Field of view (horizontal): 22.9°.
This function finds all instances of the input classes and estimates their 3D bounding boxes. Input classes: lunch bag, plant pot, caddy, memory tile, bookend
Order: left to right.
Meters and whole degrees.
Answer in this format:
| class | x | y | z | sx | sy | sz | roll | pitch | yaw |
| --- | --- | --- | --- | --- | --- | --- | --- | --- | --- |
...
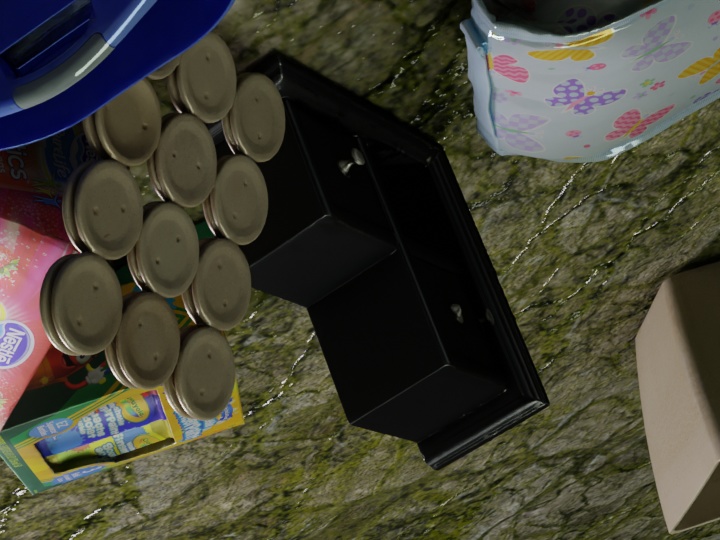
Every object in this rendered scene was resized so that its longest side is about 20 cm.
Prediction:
| class | x | y | z | sx | sy | sz | roll | pitch | yaw |
| --- | --- | --- | --- | --- | --- | --- | --- | --- | --- |
| caddy | -0.148 | -0.127 | 0.812 | 0.199 | 0.106 | 0.141 | -31 | 154 | 19 |
| memory tile | -0.100 | -0.035 | 0.932 | 0.017 | 0.202 | 0.153 | -1 | 158 | 33 |
| bookend | 0.000 | 0.000 | 1.076 | 0.092 | 0.200 | 0.199 | -32 | 152 | 22 |
| lunch bag | 0.145 | -0.155 | 0.976 | 0.199 | 0.128 | 0.170 | -31 | 157 | -3 |
| plant pot | 0.346 | 0.092 | 1.559 | 0.198 | 0.178 | 0.200 | -16 | 155 | -11 |

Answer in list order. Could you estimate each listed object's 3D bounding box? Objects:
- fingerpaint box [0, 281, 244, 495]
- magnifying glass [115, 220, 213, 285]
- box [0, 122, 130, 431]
| class | x | y | z | sx | sy | sz | roll | pitch | yaw |
| --- | --- | --- | --- | --- | --- | --- | --- | --- | --- |
| fingerpaint box | -0.169 | 0.079 | 1.211 | 0.165 | 0.074 | 0.200 | -18 | 164 | -8 |
| magnifying glass | -0.147 | 0.009 | 1.185 | 0.198 | 0.023 | 0.080 | -17 | 156 | -8 |
| box | -0.208 | -0.006 | 0.983 | 0.099 | 0.096 | 0.200 | 22 | 139 | -16 |
